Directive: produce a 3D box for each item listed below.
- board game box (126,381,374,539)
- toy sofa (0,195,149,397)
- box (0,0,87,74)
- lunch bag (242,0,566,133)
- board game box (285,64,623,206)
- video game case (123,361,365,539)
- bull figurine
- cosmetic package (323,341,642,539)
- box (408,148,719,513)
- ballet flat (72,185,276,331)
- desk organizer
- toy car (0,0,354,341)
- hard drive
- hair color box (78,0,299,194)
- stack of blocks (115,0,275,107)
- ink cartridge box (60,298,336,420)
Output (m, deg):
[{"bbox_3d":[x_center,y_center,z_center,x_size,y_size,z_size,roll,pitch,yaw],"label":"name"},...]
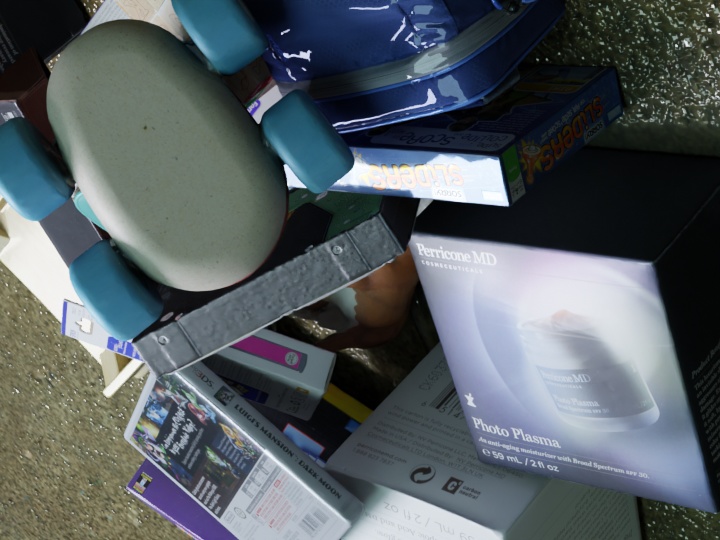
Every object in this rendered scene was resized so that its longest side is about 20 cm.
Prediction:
[{"bbox_3d":[-0.062,0.165,1.658,0.199,0.166,0.057,31,170,18],"label":"board game box"},{"bbox_3d":[-0.238,0.001,1.764,0.200,0.098,0.083,46,121,1],"label":"toy sofa"},{"bbox_3d":[-0.357,-0.177,1.600,0.199,0.197,0.125,-4,121,46],"label":"box"},{"bbox_3d":[0.031,-0.163,1.282,0.199,0.136,0.133,-5,121,46],"label":"lunch bag"},{"bbox_3d":[0.051,-0.093,1.329,0.199,0.135,0.035,7,123,41],"label":"board game box"},{"bbox_3d":[-0.091,0.147,1.517,0.182,0.023,0.200,41,155,4],"label":"video game case"},{"bbox_3d":[0.000,0.000,1.495,0.201,0.120,0.066,99,156,-55],"label":"bull figurine"},{"bbox_3d":[0.097,0.191,1.527,0.164,0.165,0.201,17,135,35],"label":"cosmetic package"},{"bbox_3d":[0.158,0.033,1.357,0.199,0.123,0.200,8,128,40],"label":"box"},{"bbox_3d":[-0.126,-0.024,1.501,0.072,0.072,0.200,-8,136,48],"label":"ballet flat"},{"bbox_3d":[-0.201,-0.067,1.529,0.071,0.077,0.201,3,131,46],"label":"desk organizer"},{"bbox_3d":[-0.115,-0.078,1.315,0.177,0.184,0.200,53,-175,-4],"label":"toy car"},{"bbox_3d":[-0.051,-0.011,1.376,0.199,0.140,0.038,-28,110,19],"label":"hard drive"},{"bbox_3d":[-0.107,-0.124,1.478,0.200,0.065,0.109,43,109,8],"label":"hair color box"},{"bbox_3d":[-0.111,-0.214,1.393,0.200,0.115,0.059,47,144,0],"label":"stack of blocks"},{"bbox_3d":[-0.119,0.054,1.494,0.198,0.037,0.095,18,161,-4],"label":"ink cartridge box"}]
